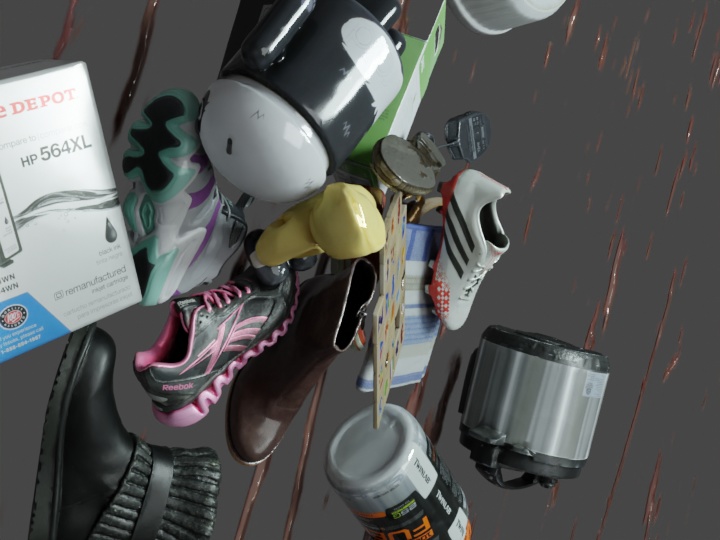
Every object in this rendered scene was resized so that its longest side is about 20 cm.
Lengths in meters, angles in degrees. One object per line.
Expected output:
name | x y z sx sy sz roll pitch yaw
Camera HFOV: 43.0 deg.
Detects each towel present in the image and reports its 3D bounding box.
towel | 0.057 0.042 1.065 0.146 0.024 0.202 -1 108 -57

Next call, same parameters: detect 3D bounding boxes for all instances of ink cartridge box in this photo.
ink cartridge box | -0.270 -0.050 0.708 0.145 0.084 0.202 -27 117 -39
ink cartridge box | 0.029 -0.188 0.972 0.104 0.059 0.202 68 43 -76

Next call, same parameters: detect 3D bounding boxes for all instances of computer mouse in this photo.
computer mouse | 0.096 -0.148 1.085 0.199 0.034 0.059 -27 115 -48

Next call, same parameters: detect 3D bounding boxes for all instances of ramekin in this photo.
ramekin | 0.185 -0.389 1.099 0.201 0.094 0.205 -12 107 -44

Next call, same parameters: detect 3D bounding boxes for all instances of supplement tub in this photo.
supplement tub | 0.050 0.260 1.068 0.123 0.122 0.201 -52 129 -25

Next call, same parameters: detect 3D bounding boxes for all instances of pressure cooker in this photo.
pressure cooker | 0.217 0.184 1.179 0.174 0.179 0.202 13 92 -4

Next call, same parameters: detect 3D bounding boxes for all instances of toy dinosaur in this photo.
toy dinosaur | 0.057 -0.069 1.072 0.199 0.060 0.107 -34 147 -33

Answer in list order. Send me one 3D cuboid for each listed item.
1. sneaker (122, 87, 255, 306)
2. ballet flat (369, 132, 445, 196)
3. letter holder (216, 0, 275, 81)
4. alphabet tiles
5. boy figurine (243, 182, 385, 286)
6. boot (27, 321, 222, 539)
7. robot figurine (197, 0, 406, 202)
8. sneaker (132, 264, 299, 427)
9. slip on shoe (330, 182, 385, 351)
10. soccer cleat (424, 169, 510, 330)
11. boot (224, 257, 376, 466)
sneaker | -0.144 -0.070 0.828 0.139 0.078 0.202 -15 133 -49
ballet flat | 0.043 -0.101 0.901 0.068 0.046 0.200 53 19 -3
letter holder | -0.052 -0.185 0.894 0.142 0.100 0.202 22 82 -47
alphabet tiles | 0.030 0.029 0.923 0.168 0.007 0.202 -67 159 -58
boy figurine | -0.032 -0.035 0.790 0.124 0.200 0.065 -26 96 -27
boot | -0.194 0.150 0.790 0.156 0.079 0.214 9 102 -17
robot figurine | -0.046 -0.150 0.751 0.150 0.124 0.201 46 70 -26
sneaker | -0.136 0.047 0.859 0.200 0.079 0.096 -51 135 -24
slip on shoe | 0.000 0.000 0.979 0.060 0.074 0.202 -6 119 -11
soccer cleat | 0.126 -0.015 1.037 0.068 0.085 0.202 -28 129 -47
boot | -0.061 0.088 0.884 0.072 0.166 0.202 28 66 -16
